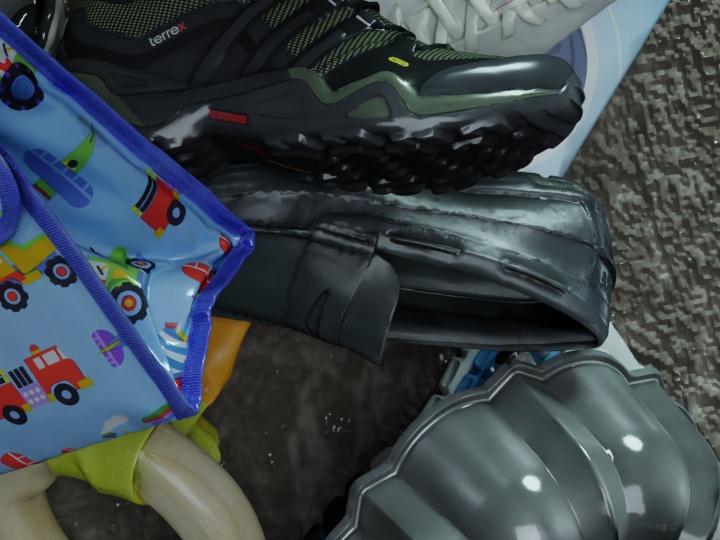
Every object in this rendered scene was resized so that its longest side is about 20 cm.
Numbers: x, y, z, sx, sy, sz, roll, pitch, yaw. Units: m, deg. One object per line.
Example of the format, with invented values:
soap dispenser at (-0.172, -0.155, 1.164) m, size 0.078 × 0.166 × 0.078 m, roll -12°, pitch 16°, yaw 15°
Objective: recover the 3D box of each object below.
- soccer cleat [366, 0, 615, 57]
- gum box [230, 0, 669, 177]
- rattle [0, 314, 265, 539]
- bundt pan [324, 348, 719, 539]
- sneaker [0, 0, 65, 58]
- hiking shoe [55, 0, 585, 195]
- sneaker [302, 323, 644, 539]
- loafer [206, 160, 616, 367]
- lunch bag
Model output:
soccer cleat at (0.052, -0.110, 0.888) m, size 0.200 × 0.086 × 0.070 m, roll -38°, pitch 101°, yaw -7°
gum box at (0.021, -0.103, 0.949) m, size 0.169 × 0.045 × 0.201 m, roll 32°, pitch 86°, yaw -13°
rattle at (-0.067, 0.110, 0.952) m, size 0.129 × 0.143 × 0.201 m, roll -20°, pitch 116°, yaw 21°
bundt pan at (0.078, 0.137, 0.915) m, size 0.200 × 0.076 × 0.204 m, roll -17°, pitch 124°, yaw -27°
sneaker at (-0.147, -0.068, 0.893) m, size 0.075 × 0.088 × 0.202 m, roll -11°, pitch 97°, yaw -13°
hiking shoe at (-0.018, -0.084, 0.841) m, size 0.198 × 0.076 × 0.102 m, roll 1°, pitch 76°, yaw 5°
sneaker at (0.049, 0.098, 0.957) m, size 0.087 × 0.075 × 0.200 m, roll 43°, pitch 84°, yaw -17°
loafer at (0.000, 0.000, 0.886) m, size 0.198 × 0.068 × 0.071 m, roll 1°, pitch 53°, yaw -6°
lunch bag at (-0.159, -0.026, 0.798) m, size 0.200 × 0.150 × 0.095 m, roll 49°, pitch 38°, yaw -31°
